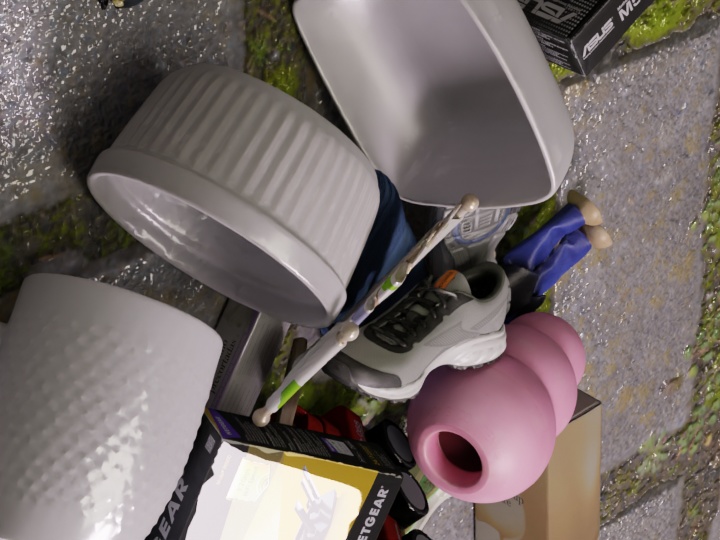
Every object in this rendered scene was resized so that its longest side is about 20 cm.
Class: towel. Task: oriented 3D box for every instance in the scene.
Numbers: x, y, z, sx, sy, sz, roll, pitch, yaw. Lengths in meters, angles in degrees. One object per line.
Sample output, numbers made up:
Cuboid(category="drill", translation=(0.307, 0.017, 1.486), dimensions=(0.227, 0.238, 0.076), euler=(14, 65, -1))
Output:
Cuboid(category="towel", translation=(0.000, 0.000, 1.618), dimensions=(0.112, 0.048, 0.200), euler=(-57, 158, -13))

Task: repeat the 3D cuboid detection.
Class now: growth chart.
Cuboid(category="growth chart", translation=(0.007, 0.022, 1.488), dimensions=(0.145, 0.018, 0.200), euler=(-44, -179, 44))

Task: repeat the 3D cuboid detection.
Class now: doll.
Cuboid(category="doll", translation=(0.129, 0.017, 1.797), dimensions=(0.200, 0.048, 0.137), euler=(-45, 146, -9))

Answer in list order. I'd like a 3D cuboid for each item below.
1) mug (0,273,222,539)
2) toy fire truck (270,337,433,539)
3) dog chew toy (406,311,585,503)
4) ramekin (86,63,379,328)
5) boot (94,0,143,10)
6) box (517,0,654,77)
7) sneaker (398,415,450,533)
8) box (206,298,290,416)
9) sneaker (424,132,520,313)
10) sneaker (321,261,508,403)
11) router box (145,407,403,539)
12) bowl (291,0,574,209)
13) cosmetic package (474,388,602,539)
Cuboid(category="mug", translation=(-0.212, 0.103, 1.419), dimensions=(0.148, 0.198, 0.177), euler=(122, -15, -74))
Cuboid(category="toy fire truck", translation=(-0.026, 0.161, 1.620), dimensions=(0.128, 0.177, 0.200), euler=(-35, 133, 20))
Cuboid(category="dog chew toy", translation=(0.122, 0.103, 1.720), dimensions=(0.200, 0.124, 0.126), euler=(-43, 139, -47))
Cuboid(category="ramekin", translation=(-0.080, -0.056, 1.443), dimensions=(0.200, 0.199, 0.106), euler=(45, 69, -47))
Cuboid(category="boot", translation=(-0.201, -0.207, 1.320), dimensions=(0.204, 0.073, 0.154), euler=(-53, 133, -15))
Cuboid(category="box", translation=(0.152, -0.254, 1.560), dimensions=(0.193, 0.199, 0.048), euler=(-45, 137, -16))
Cuboid(category="sneaker", translation=(0.034, 0.168, 1.781), dimensions=(0.199, 0.077, 0.089), euler=(-36, 120, -33))
Cuboid(category="box", translation=(-0.076, 0.027, 1.604), dimensions=(0.041, 0.039, 0.202), euler=(18, 98, -48))
Cuboid(category="sneaker", translation=(0.079, -0.041, 1.675), dimensions=(0.074, 0.087, 0.201), euler=(-13, 134, -20))
Cuboid(category="sneaker", translation=(0.043, 0.043, 1.598), dimensions=(0.199, 0.074, 0.080), euler=(-22, 131, -46))
Cuboid(category="router box", translation=(-0.078, 0.209, 1.510), dimensions=(0.156, 0.052, 0.202), euler=(14, 108, -31))
Cuboid(category="bowl", translation=(0.064, -0.147, 1.516), dimensions=(0.075, 0.199, 0.201), euler=(-44, 118, -29))
Cuboid(category="cosmetic package", translation=(0.160, 0.195, 1.885), dimensions=(0.071, 0.105, 0.202), euler=(-26, 126, -33))
